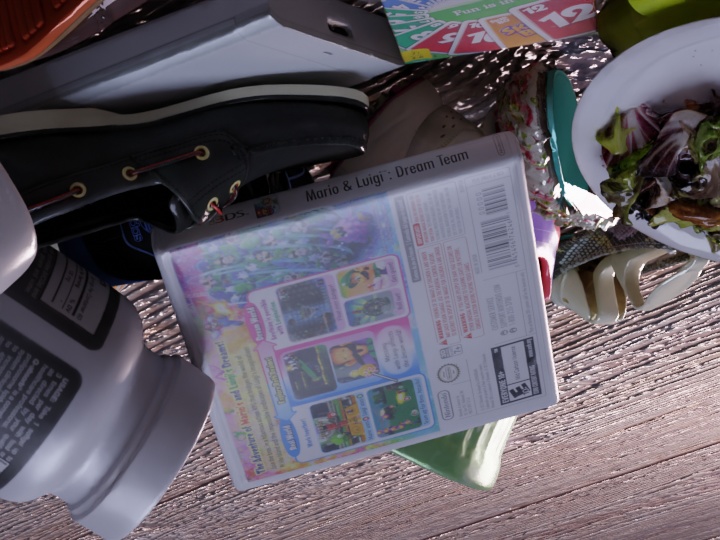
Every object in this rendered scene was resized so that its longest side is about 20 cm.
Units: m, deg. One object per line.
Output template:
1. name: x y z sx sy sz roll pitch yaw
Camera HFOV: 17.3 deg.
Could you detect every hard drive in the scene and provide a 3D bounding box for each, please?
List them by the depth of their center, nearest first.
1. hard drive: -0.094 -0.086 1.119 0.199 0.026 0.132 -18 167 26

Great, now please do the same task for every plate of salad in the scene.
1. plate of salad: 0.196 -0.048 1.094 0.199 0.048 0.201 7 148 4

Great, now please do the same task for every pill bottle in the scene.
1. pill bottle: -0.176 0.039 1.132 0.199 0.116 0.116 35 151 -14

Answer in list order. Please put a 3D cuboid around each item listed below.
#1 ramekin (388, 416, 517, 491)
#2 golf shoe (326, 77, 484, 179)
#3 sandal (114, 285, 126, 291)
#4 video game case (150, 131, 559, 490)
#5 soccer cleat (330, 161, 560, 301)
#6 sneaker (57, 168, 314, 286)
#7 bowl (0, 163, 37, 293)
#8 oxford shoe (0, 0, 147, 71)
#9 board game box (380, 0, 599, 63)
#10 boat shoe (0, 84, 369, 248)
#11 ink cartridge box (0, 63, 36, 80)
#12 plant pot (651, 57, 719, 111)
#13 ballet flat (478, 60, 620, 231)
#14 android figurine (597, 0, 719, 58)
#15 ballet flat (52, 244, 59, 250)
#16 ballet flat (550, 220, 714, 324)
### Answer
1. ramekin: 0.012 0.037 1.373 0.199 0.098 0.200 29 -178 -1
2. golf shoe: 0.000 0.000 1.219 0.200 0.091 0.075 -55 179 20
3. sandal: -0.185 0.004 1.336 0.079 0.060 0.206 -18 176 29
4. video game case: 0.003 0.025 1.190 0.181 0.024 0.201 -15 139 -1
5. soccer cleat: 0.054 -0.030 1.337 0.066 0.077 0.200 -15 164 31
6. sneaker: -0.068 -0.031 1.226 0.078 0.071 0.200 -15 -177 34
7. bowl: -0.256 -0.032 0.969 0.199 0.075 0.200 -18 119 36
8. oxford shoe: -0.096 -0.124 0.928 0.072 0.072 0.199 1 164 -44
9. board game box: 0.052 -0.138 1.027 0.095 0.030 0.200 -9 163 6
10. boat shoe: -0.087 -0.046 1.099 0.200 0.064 0.074 -10 166 -20
11. ink cartridge box: -0.243 -0.060 1.193 0.199 0.050 0.161 -27 164 3
12. plant pot: 0.232 -0.058 1.137 0.199 0.028 0.200 7 148 4
13. ballet flat: 0.096 -0.058 1.263 0.063 0.076 0.200 -3 165 18
14. android figurine: 0.208 -0.135 1.078 0.181 0.041 0.199 6 163 -40
15. ballet flat: -0.186 -0.009 1.218 0.199 0.065 0.071 -19 128 -28
16. ballet flat: 0.163 -0.003 1.512 0.072 0.073 0.200 5 162 -37
